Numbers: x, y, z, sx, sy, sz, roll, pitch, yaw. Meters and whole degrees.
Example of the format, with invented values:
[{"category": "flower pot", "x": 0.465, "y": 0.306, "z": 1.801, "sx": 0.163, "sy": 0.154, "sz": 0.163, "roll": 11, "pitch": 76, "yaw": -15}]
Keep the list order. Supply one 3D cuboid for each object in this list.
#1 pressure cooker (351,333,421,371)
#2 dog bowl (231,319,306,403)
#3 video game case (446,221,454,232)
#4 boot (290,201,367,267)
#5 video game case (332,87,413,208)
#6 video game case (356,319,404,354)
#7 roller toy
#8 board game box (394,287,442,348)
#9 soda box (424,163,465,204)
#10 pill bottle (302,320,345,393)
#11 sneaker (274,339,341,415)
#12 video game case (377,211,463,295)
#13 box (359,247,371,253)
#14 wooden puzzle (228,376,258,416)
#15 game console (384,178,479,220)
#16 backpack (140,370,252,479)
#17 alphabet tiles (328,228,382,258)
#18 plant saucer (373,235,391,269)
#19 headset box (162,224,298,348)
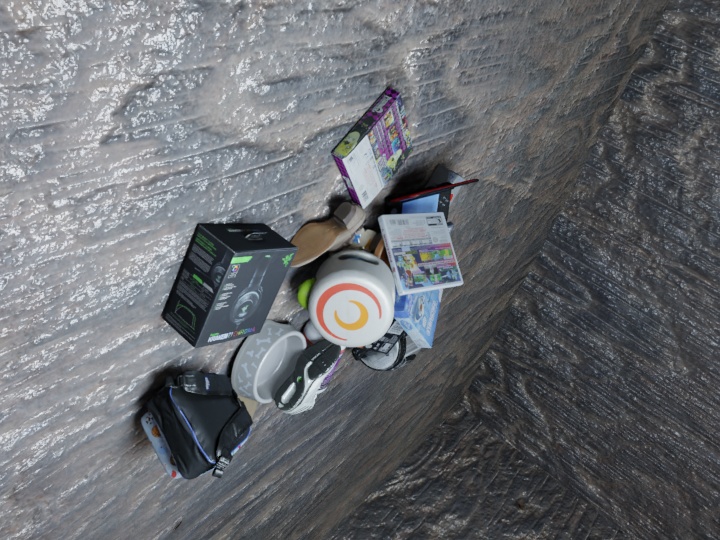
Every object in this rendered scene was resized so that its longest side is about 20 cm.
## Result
[{"category": "pressure cooker", "x": 0.073, "y": 0.197, "z": 1.737, "sx": 0.200, "sy": 0.178, "sz": 0.177, "roll": -15, "pitch": 122, "yaw": -56}, {"category": "dog bowl", "x": -0.197, "y": 0.205, "z": 1.340, "sx": 0.200, "sy": 0.058, "sz": 0.201, "roll": -42, "pitch": 146, "yaw": -37}, {"category": "video game case", "x": 0.162, "y": -0.037, "z": 1.594, "sx": 0.142, "sy": 0.019, "sz": 0.201, "roll": -19, "pitch": 147, "yaw": -28}, {"category": "boot", "x": -0.066, "y": -0.065, "z": 1.266, "sx": 0.200, "sy": 0.070, "sz": 0.146, "roll": -40, "pitch": 166, "yaw": -4}, {"category": "video game case", "x": 0.032, "y": -0.245, "z": 1.236, "sx": 0.182, "sy": 0.036, "sz": 0.200, "roll": -50, "pitch": 156, "yaw": -9}, {"category": "video game case", "x": 0.020, "y": 0.146, "z": 1.536, "sx": 0.200, "sy": 0.180, "sz": 0.026, "roll": 120, "pitch": -22, "yaw": -52}, {"category": "roller toy", "x": -0.014, "y": 0.058, "z": 1.284, "sx": 0.182, "sy": 0.200, "sz": 0.140, "roll": -33, "pitch": -161, "yaw": 19}, {"category": "board game box", "x": 0.141, "y": 0.054, "z": 1.442, "sx": 0.199, "sy": 0.043, "sz": 0.201, "roll": 52, "pitch": 46, "yaw": -50}, {"category": "soda box", "x": 0.192, "y": -0.176, "z": 1.590, "sx": 0.201, "sy": 0.068, "sz": 0.063, "roll": -61, "pitch": 154, "yaw": 12}, {"category": "pill bottle", "x": -0.115, "y": 0.227, "z": 1.494, "sx": 0.112, "sy": 0.112, "sz": 0.201, "roll": -15, "pitch": 135, "yaw": -56}, {"category": "sneaker", "x": -0.116, "y": 0.252, "z": 1.403, "sx": 0.201, "sy": 0.076, "sz": 0.115, "roll": -48, "pitch": 159, "yaw": -15}, {"category": "video game case", "x": 0.141, "y": -0.043, "z": 1.376, "sx": 0.199, "sy": 0.183, "sz": 0.023, "roll": -7, "pitch": 168, "yaw": -39}, {"category": "box", "x": -0.021, "y": 0.026, "z": 1.488, "sx": 0.117, "sy": 0.048, "sz": 0.200, "roll": -43, "pitch": 156, "yaw": -22}, {"category": "wooden puzzle", "x": -0.299, "y": 0.317, "z": 1.372, "sx": 0.185, "sy": 0.037, "sz": 0.201, "roll": -18, "pitch": 132, "yaw": -55}, {"category": "game console", "x": 0.168, "y": -0.146, "z": 1.449, "sx": 0.199, "sy": 0.119, "sz": 0.173, "roll": -16, "pitch": 127, "yaw": -27}, {"category": "backpack", "x": -0.303, "y": 0.291, "z": 1.145, "sx": 0.154, "sy": 0.201, "sz": 0.190, "roll": -29, "pitch": 173, "yaw": 22}, {"category": "alphabet tiles", "x": 0.000, "y": 0.000, "z": 1.407, "sx": 0.199, "sy": 0.015, "sz": 0.197, "roll": 14, "pitch": 89, "yaw": -41}, {"category": "plant saucer", "x": 0.081, "y": -0.009, "z": 1.435, "sx": 0.200, "sy": 0.032, "sz": 0.201, "roll": -24, "pitch": 121, "yaw": -50}, {"category": "headset box", "x": -0.220, "y": 0.015, "z": 1.039, "sx": 0.174, "sy": 0.093, "sz": 0.201, "roll": -7, "pitch": 127, "yaw": -60}]
